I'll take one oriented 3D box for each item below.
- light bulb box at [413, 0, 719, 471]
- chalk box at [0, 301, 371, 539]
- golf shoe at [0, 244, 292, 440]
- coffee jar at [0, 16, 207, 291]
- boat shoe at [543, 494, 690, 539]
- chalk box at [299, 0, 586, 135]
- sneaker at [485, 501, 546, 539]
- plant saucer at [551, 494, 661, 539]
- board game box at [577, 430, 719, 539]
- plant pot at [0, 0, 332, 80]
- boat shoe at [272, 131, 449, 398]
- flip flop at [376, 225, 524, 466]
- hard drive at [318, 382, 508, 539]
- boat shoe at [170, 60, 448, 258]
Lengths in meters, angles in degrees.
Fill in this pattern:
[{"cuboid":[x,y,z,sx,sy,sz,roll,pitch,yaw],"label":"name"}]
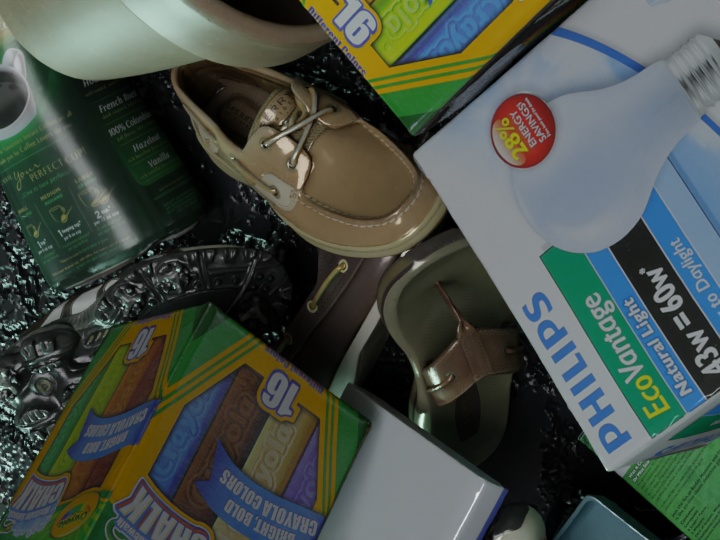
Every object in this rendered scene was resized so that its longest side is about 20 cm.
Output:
[{"cuboid":[0.169,-0.038,0.927,0.200,0.125,0.198,-41,70,28],"label":"light bulb box"},{"cuboid":[-0.109,0.137,1.000,0.124,0.200,0.124,39,152,-24],"label":"chalk box"},{"cuboid":[-0.130,0.024,1.122,0.200,0.095,0.078,-21,109,16],"label":"golf shoe"},{"cuboid":[-0.179,-0.096,1.102,0.104,0.085,0.200,-22,99,35],"label":"coffee jar"},{"cuboid":[0.131,0.162,1.076,0.200,0.072,0.068,-25,98,35],"label":"boat shoe"},{"cuboid":[0.072,-0.183,0.887,0.124,0.125,0.200,50,132,3],"label":"chalk box"},{"cuboid":[0.108,0.212,1.011,0.093,0.070,0.200,9,121,18],"label":"sneaker"},{"cuboid":[0.111,0.204,1.053,0.070,0.019,0.200,37,129,9],"label":"plant saucer"},{"cuboid":[0.208,0.044,0.991,0.105,0.023,0.200,42,111,26],"label":"board game box"},{"cuboid":[-0.111,-0.185,1.001,0.175,0.200,0.200,-22,99,44],"label":"plant pot"},{"cuboid":[0.000,0.000,1.071,0.059,0.072,0.200,30,122,7],"label":"boat shoe"},{"cuboid":[0.058,0.050,1.023,0.058,0.081,0.200,52,159,40],"label":"flip flop"},{"cuboid":[-0.012,0.177,1.027,0.132,0.025,0.200,32,95,50],"label":"hard drive"},{"cuboid":[-0.035,-0.066,1.014,0.200,0.071,0.065,27,163,42],"label":"boat shoe"}]
